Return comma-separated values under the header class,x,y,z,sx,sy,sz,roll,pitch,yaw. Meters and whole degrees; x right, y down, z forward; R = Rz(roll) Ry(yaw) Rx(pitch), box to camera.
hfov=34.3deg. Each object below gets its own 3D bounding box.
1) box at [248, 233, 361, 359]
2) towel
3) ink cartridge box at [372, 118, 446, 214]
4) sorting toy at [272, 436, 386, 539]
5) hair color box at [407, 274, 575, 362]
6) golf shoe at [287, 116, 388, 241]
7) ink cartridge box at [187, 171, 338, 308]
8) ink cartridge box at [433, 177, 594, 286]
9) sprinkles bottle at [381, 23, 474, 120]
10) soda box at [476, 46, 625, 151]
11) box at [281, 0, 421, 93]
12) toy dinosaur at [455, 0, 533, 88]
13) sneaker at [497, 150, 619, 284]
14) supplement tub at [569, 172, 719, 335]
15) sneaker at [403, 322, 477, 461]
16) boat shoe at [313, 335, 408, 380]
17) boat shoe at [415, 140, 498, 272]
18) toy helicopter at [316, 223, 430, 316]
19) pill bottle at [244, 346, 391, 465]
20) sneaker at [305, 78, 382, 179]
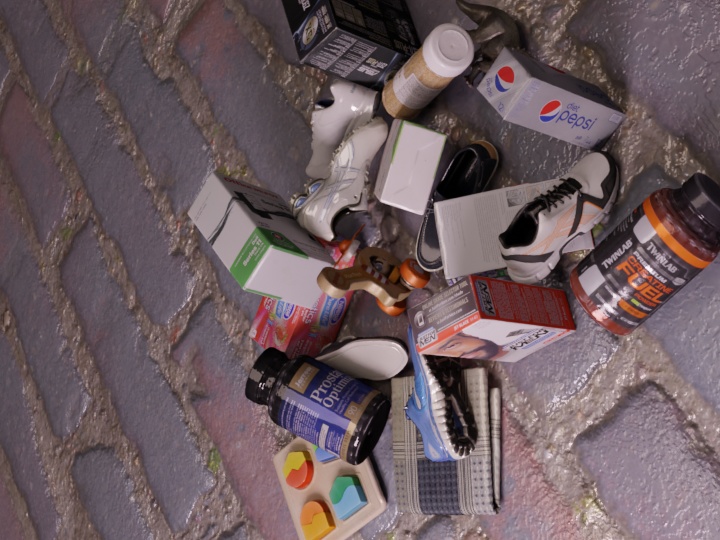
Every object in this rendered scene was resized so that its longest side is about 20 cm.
class,x,y,z,sx,sy,sz,roll,pitch,yaw
box,-0.082,0.038,1.810,0.099,0.095,0.202,33,106,45
towel,0.119,0.237,1.622,0.191,0.034,0.203,-12,76,47
ink cartridge box,0.067,-0.152,1.671,0.200,0.066,0.119,-109,35,-81
sorting toy,-0.056,0.322,1.777,0.200,0.036,0.187,-44,54,32
hair color box,0.168,0.064,1.473,0.110,0.199,0.065,-32,61,38
golf shoe,-0.011,-0.130,1.722,0.097,0.078,0.201,40,91,20
ink cartridge box,-0.146,-0.046,1.718,0.083,0.146,0.200,-55,49,16
ink cartridge box,0.203,-0.053,1.547,0.197,0.050,0.110,-11,72,10
sprinkles bottle,0.092,-0.277,1.650,0.200,0.067,0.069,143,126,-67
soda box,0.239,-0.210,1.447,0.064,0.198,0.069,-54,48,24
box,-0.013,-0.372,1.736,0.086,0.199,0.165,-36,60,34
toy dinosaur,0.188,-0.311,1.624,0.102,0.077,0.202,-28,58,27
sneaker,0.250,-0.075,1.465,0.201,0.080,0.074,-51,47,-6
supplement tub,0.346,-0.023,1.370,0.200,0.106,0.108,-48,52,30
sneaker,0.089,0.163,1.581,0.089,0.078,0.203,-27,65,40
boat shoe,-0.001,0.129,1.737,0.199,0.060,0.074,-25,108,42
boat shoe,0.127,-0.091,1.633,0.074,0.062,0.202,34,108,24
toy helicopter,0.000,0.000,1.658,0.133,0.199,0.079,51,120,18
pill bottle,-0.065,0.193,1.703,0.198,0.112,0.113,25,102,17
sneaker,-0.041,-0.219,1.795,0.201,0.086,0.075,-55,10,41
